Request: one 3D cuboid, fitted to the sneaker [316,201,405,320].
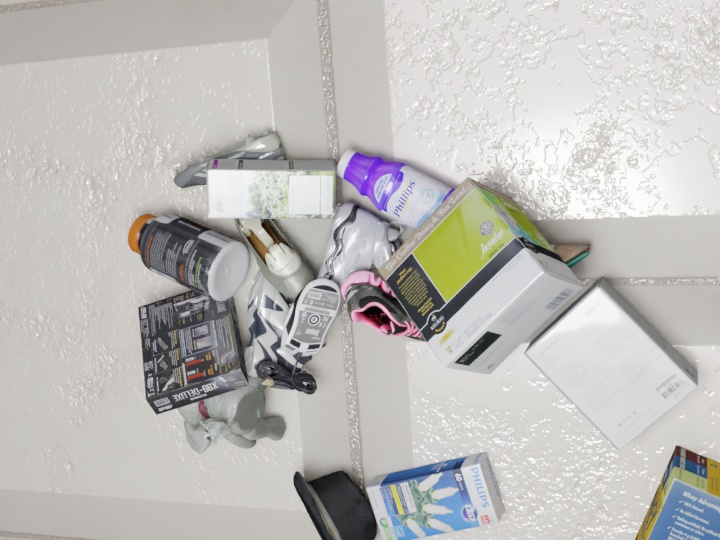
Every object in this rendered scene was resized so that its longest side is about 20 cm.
[{"bbox_3d":[0.000,0.000,1.527,0.115,0.075,0.200,18,103,17],"label":"sneaker"}]

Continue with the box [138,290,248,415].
[{"bbox_3d":[-0.275,0.121,1.571,0.158,0.200,0.050,-18,138,0],"label":"box"}]

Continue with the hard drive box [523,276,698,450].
[{"bbox_3d":[0.370,0.136,1.424,0.200,0.077,0.156,47,111,5],"label":"hard drive box"}]

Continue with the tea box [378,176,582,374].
[{"bbox_3d":[0.170,0.011,1.391,0.200,0.134,0.197,-46,57,21],"label":"tea box"}]

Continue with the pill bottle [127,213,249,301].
[{"bbox_3d":[-0.291,-0.031,1.598,0.200,0.106,0.106,22,107,26],"label":"pill bottle"}]

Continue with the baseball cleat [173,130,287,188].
[{"bbox_3d":[-0.212,-0.153,1.575,0.200,0.070,0.107,-21,93,22],"label":"baseball cleat"}]

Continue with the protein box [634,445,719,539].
[{"bbox_3d":[0.513,0.400,1.394,0.198,0.135,0.200,22,107,14],"label":"protein box"}]

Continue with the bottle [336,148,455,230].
[{"bbox_3d":[0.059,-0.124,1.488,0.200,0.065,0.084,29,107,12],"label":"bottle"}]

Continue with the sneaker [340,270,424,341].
[{"bbox_3d":[0.061,0.077,1.482,0.200,0.095,0.079,21,119,-16],"label":"sneaker"}]

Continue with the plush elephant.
[{"bbox_3d":[-0.236,0.220,1.616,0.155,0.200,0.165,13,112,35],"label":"plush elephant"}]

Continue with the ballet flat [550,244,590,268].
[{"bbox_3d":[0.248,0.003,1.449,0.200,0.068,0.067,-37,79,20],"label":"ballet flat"}]

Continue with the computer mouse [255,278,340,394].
[{"bbox_3d":[-0.088,0.098,1.515,0.110,0.044,0.200,15,107,-27],"label":"computer mouse"}]

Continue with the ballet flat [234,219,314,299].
[{"bbox_3d":[-0.145,-0.035,1.546,0.067,0.064,0.200,-35,65,-9],"label":"ballet flat"}]

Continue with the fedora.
[{"bbox_3d":[-0.031,0.405,1.592,0.092,0.201,0.201,-28,90,-11],"label":"fedora"}]

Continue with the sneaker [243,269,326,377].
[{"bbox_3d":[-0.116,0.085,1.591,0.079,0.130,0.199,-38,45,56],"label":"sneaker"}]

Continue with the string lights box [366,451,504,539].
[{"bbox_3d":[0.122,0.371,1.565,0.200,0.059,0.103,-18,93,21],"label":"string lights box"}]

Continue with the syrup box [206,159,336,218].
[{"bbox_3d":[-0.139,-0.128,1.506,0.200,0.081,0.079,0,109,-4],"label":"syrup box"}]
